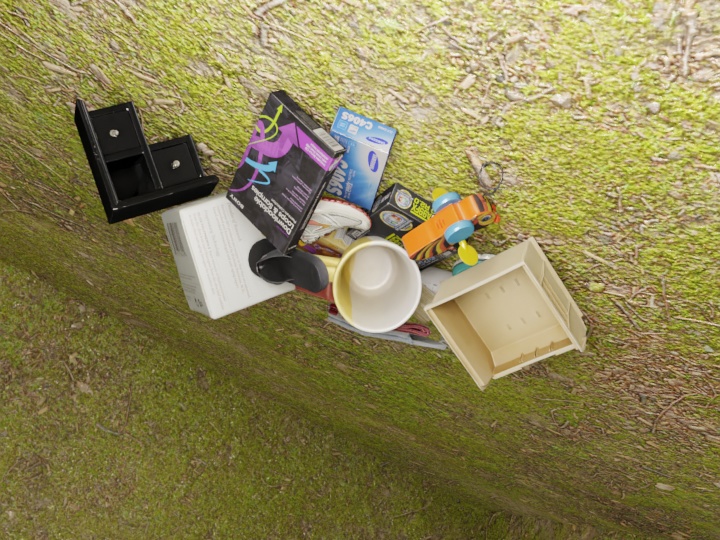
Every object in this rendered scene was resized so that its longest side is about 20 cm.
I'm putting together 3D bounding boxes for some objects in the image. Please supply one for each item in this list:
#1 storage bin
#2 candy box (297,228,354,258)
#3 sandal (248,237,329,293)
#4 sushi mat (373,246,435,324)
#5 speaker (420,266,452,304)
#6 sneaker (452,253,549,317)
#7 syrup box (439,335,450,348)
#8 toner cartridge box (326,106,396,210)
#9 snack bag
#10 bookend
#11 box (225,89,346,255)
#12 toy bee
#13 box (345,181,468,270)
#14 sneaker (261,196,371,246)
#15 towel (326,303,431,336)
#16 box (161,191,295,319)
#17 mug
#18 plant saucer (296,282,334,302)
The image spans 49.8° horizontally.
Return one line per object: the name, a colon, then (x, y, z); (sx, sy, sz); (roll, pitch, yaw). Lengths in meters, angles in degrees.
storage bin: (0.247, 0.080, 1.298); (0.198, 0.094, 0.200); (-27, 107, 33)
candy box: (-0.095, -0.079, 1.497); (0.196, 0.058, 0.116); (26, 161, -12)
sandal: (-0.130, -0.008, 1.271); (0.198, 0.042, 0.078); (10, 119, 48)
sushi mat: (0.072, 0.028, 1.452); (0.199, 0.012, 0.095); (39, 141, -12)
speaker: (0.148, 0.037, 1.491); (0.195, 0.083, 0.082); (15, 158, 16)
sneaker: (0.251, 0.026, 1.365); (0.195, 0.081, 0.078); (15, 158, 20)
syrup box: (0.246, 0.112, 1.576); (0.080, 0.080, 0.199); (27, 158, -14)
toner cartridge box: (-0.007, -0.170, 1.213); (0.093, 0.044, 0.201); (21, 159, 1)
snack bag: (0.053, 0.119, 1.528); (0.195, 0.022, 0.188); (13, 179, -23)
bookend: (-0.381, -0.213, 1.384); (0.196, 0.203, 0.092); (-18, 176, -26)
box: (-0.118, -0.145, 1.175); (0.143, 0.036, 0.202); (42, 127, 16)
toy bee: (0.164, -0.073, 1.186); (0.197, 0.135, 0.107); (-14, 165, 40)
box: (0.080, -0.069, 1.363); (0.158, 0.045, 0.199); (28, 158, -15)
sneaker: (-0.077, -0.083, 1.291); (0.194, 0.085, 0.078); (4, -172, -15)
towel: (0.029, 0.090, 1.457); (0.141, 0.023, 0.199); (13, 178, -22)
box: (-0.247, -0.038, 1.435); (0.198, 0.168, 0.205); (5, 113, 66)
mug: (0.009, -0.003, 1.323); (0.186, 0.150, 0.153); (42, -172, -12)
plant saucer: (-0.033, 0.048, 1.557); (0.196, 0.038, 0.198); (16, 179, -31)
